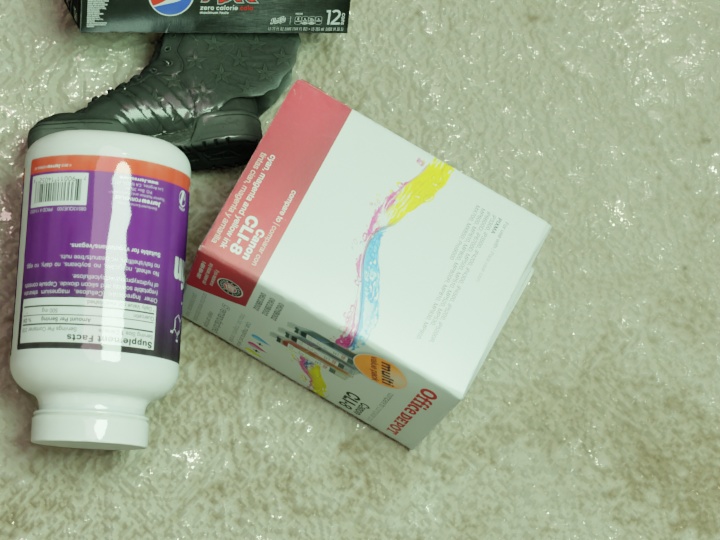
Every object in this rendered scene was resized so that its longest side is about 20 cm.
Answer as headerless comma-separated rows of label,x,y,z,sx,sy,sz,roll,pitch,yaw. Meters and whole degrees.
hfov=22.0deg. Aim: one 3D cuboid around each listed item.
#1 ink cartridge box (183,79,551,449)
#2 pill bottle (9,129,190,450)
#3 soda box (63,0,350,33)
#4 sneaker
ink cartridge box,0.000,0.000,1.258,0.199,0.145,0.145,29,68,-1
pill bottle,-0.172,0.015,1.225,0.111,0.112,0.202,4,81,-11
soda box,-0.108,-0.209,1.319,0.198,0.071,0.064,-2,117,-19
sneaker,-0.138,-0.125,1.318,0.198,0.060,0.105,-2,65,-11
